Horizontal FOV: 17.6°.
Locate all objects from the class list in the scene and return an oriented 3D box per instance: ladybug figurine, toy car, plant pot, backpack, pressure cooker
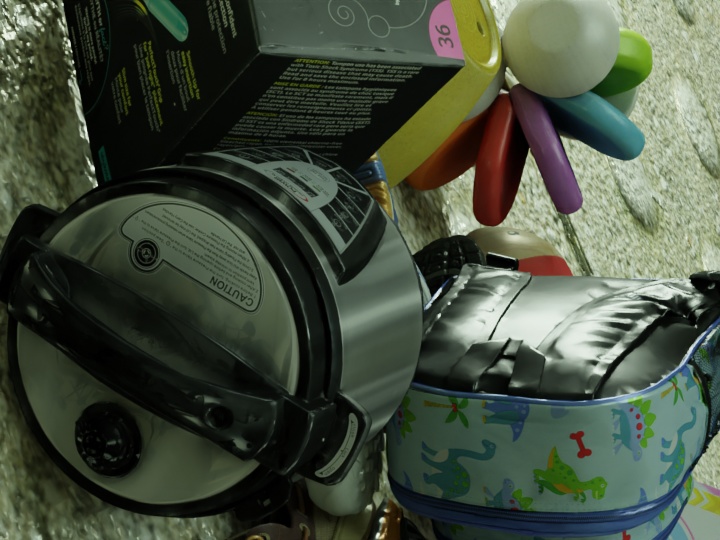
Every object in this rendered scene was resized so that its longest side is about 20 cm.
[{"bbox_3d":[0.132,0.056,1.726,0.136,0.072,0.200,11,60,-64],"label":"ladybug figurine"},{"bbox_3d":[0.119,-0.109,1.692,0.175,0.200,0.150,47,31,-71],"label":"toy car"},{"bbox_3d":[0.008,-0.149,1.540,0.200,0.142,0.200,47,31,-40],"label":"plant pot"},{"bbox_3d":[0.107,0.087,1.307,0.200,0.183,0.147,-36,127,-63],"label":"backpack"},{"bbox_3d":[-0.073,0.033,1.150,0.200,0.176,0.179,-16,92,-67],"label":"pressure cooker"}]

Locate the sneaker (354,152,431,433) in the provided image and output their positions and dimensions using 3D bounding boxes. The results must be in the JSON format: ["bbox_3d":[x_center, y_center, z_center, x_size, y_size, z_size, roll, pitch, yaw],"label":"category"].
[{"bbox_3d":[0.000,0.000,1.430,0.088,0.075,0.200,-32,109,-75],"label":"sneaker"}]

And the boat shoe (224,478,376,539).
[{"bbox_3d":[-0.048,0.170,1.243,0.072,0.072,0.200,33,32,-4],"label":"boat shoe"}]

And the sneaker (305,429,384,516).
[{"bbox_3d":[-0.025,0.052,1.317,0.076,0.080,0.200,88,2,-51],"label":"sneaker"}]

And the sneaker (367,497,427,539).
[{"bbox_3d":[0.027,0.184,1.289,0.077,0.078,0.200,29,4,-7],"label":"sneaker"}]

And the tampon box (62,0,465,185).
[{"bbox_3d":[-0.056,-0.132,1.259,0.126,0.200,0.150,1,66,-31],"label":"tampon box"}]

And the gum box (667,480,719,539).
[{"bbox_3d":[0.165,0.184,1.487,0.200,0.066,0.114,21,54,-27],"label":"gum box"}]

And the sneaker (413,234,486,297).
[{"bbox_3d":[0.062,0.071,1.574,0.091,0.076,0.200,49,38,-52],"label":"sneaker"}]
